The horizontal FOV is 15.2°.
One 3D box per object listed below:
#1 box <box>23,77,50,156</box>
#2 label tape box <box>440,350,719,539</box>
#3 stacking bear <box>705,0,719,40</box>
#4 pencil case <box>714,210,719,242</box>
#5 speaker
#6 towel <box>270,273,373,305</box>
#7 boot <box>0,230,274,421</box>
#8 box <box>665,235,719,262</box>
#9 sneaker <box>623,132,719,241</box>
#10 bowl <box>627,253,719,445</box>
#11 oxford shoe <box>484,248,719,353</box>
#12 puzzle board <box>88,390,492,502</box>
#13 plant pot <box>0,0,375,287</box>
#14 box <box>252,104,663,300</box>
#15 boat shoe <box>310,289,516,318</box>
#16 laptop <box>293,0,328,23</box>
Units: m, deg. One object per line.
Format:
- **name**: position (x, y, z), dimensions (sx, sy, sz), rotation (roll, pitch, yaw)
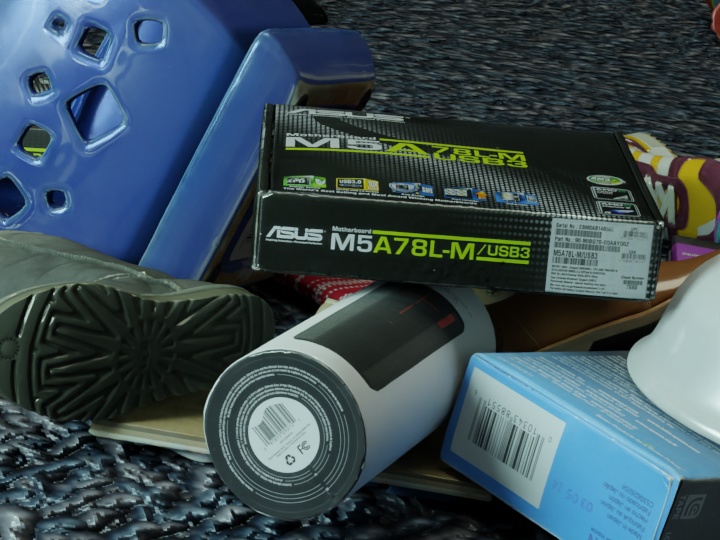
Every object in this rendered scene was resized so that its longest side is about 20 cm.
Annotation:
- **box**: position (-0.273, -0.096, 1.781), dimensions (0.192, 0.048, 0.200), rotation (5, 13, -11)
- **label tape box**: position (0.161, 0.093, 1.329), dimensions (0.199, 0.064, 0.144), rotation (1, 22, -43)
- **stacking bear**: position (0.442, -0.319, 3.073), dimensions (0.113, 0.122, 0.200), rotation (7, 7, -4)
- **pencil case**: position (0.331, -0.005, 1.798), dimensions (0.085, 0.093, 0.199), rotation (-4, 19, -43)
- **speaker**: position (-0.001, 0.055, 1.291), dimensions (0.081, 0.082, 0.200), rotation (15, 16, 18)
- **towel**: position (0.000, 0.000, 1.688), dimensions (0.144, 0.023, 0.200), rotation (-4, 18, -37)
- **boot**: position (-0.162, 0.018, 1.372), dimensions (0.181, 0.073, 0.199), rotation (3, 13, -42)
- **box**: position (0.240, 0.057, 1.492), dimensions (0.142, 0.036, 0.200), rotation (10, 32, -1)
- **sneaker**: position (0.207, -0.053, 1.958), dimensions (0.090, 0.076, 0.200), rotation (-6, 14, -25)
- **bowl**: position (0.237, 0.034, 1.322), dimensions (0.200, 0.091, 0.201), rotation (14, 16, -4)
- **oxford shoe**: position (0.138, 0.013, 1.425), dimensions (0.199, 0.071, 0.072), rotation (-19, 65, -18)
- **puzzle board**: position (-0.034, 0.077, 1.378), dimensions (0.199, 0.018, 0.151), rotation (10, 13, -3)
- **plant pot**: position (-0.114, -0.092, 1.572), dimensions (0.179, 0.201, 0.200), rotation (32, 13, 12)
- **box**: position (0.045, -0.037, 1.381), dimensions (0.198, 0.048, 0.193), rotation (5, 18, -1)
- **boat shoe**: position (0.071, 0.037, 1.476), dimensions (0.199, 0.065, 0.072), rotation (13, -1, 2)
- **laptop**: position (-0.165, -0.268, 2.629), dimensions (0.199, 0.104, 0.177), rotation (-11, -1, 36)
